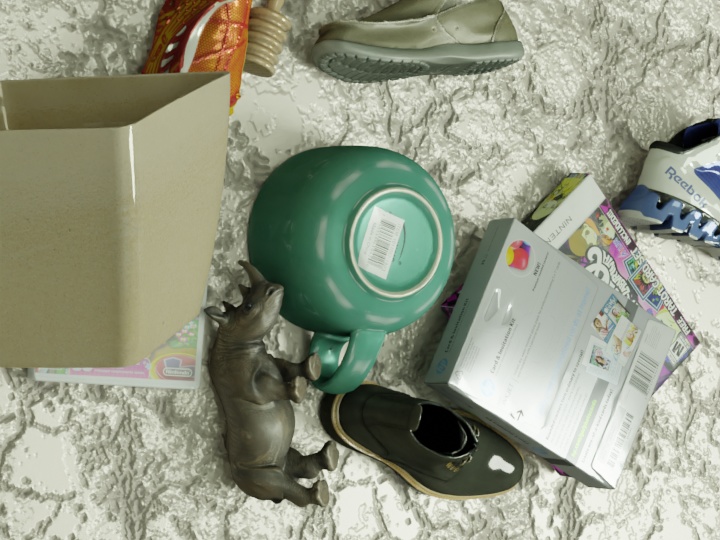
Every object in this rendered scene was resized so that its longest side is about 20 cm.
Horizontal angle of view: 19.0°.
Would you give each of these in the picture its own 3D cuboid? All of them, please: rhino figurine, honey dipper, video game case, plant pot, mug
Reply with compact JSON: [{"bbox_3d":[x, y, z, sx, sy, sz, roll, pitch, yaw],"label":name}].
[{"bbox_3d":[-0.078,0.091,1.709,0.060,0.087,0.202,-25,106,-64],"label":"rhino figurine"},{"bbox_3d":[-0.055,-0.253,1.740,0.038,0.038,0.201,26,74,-28],"label":"honey dipper"},{"bbox_3d":[-0.183,-0.011,1.678,0.142,0.018,0.202,5,89,-30],"label":"video game case"},{"bbox_3d":[0.187,0.048,1.887,0.181,0.036,0.201,-44,112,-21],"label":"video game case"},{"bbox_3d":[-0.208,-0.034,1.533,0.200,0.198,0.179,-42,130,-67],"label":"plant pot"},{"bbox_3d":[0.006,-0.009,1.733,0.151,0.114,0.186,-30,106,-26],"label":"mug"}]

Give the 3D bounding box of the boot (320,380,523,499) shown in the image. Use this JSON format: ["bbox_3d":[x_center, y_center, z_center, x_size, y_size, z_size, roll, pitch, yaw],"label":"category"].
[{"bbox_3d":[0.081,0.149,1.769,0.199,0.138,0.078,18,82,-31],"label":"boot"}]

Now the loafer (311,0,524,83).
[{"bbox_3d":[0.044,-0.198,1.783,0.199,0.075,0.070,-5,82,-35],"label":"loafer"}]

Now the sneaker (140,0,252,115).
[{"bbox_3d":[-0.123,-0.165,1.684,0.077,0.073,0.201,39,68,-43],"label":"sneaker"}]

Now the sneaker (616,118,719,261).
[{"bbox_3d":[0.329,-0.072,1.941,0.198,0.080,0.116,18,85,-28],"label":"sneaker"}]

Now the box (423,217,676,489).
[{"bbox_3d":[0.163,0.073,1.824,0.199,0.041,0.157,33,71,-29],"label":"box"}]
